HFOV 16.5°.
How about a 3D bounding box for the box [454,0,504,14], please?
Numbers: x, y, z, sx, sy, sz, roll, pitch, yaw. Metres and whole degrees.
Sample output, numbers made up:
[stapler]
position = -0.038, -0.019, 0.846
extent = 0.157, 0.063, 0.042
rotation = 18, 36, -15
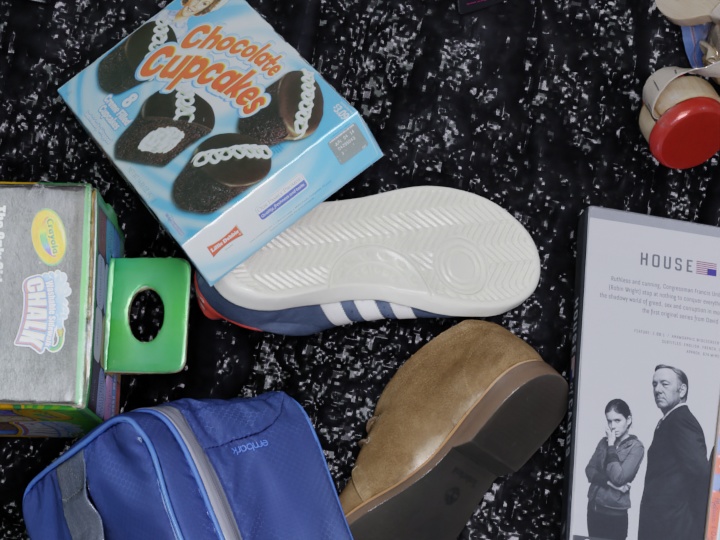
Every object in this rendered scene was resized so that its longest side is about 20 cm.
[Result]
[box]
position = 0.127, -0.247, 1.399
extent = 0.199, 0.115, 0.133
rotation = -18, 78, -2

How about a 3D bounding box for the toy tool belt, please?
[toy tool belt]
position = 0.231, -0.138, 1.387
extent = 0.199, 0.125, 0.123
rotation = -22, 48, -5

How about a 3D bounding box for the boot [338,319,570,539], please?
[boot]
position = 0.023, 0.111, 1.375
extent = 0.200, 0.074, 0.075
rotation = -44, 50, 0

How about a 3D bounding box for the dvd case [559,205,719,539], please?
[dvd case]
position = 0.186, 0.072, 1.352
extent = 0.149, 0.025, 0.201
rotation = 9, 70, -11

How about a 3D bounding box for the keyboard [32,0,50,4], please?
[keyboard]
position = -0.167, -0.254, 1.462
extent = 0.126, 0.021, 0.201
rotation = 12, 81, 11

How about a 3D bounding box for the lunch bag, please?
[lunch bag]
position = -0.087, 0.172, 1.294
extent = 0.132, 0.136, 0.201
rotation = -7, 68, -41

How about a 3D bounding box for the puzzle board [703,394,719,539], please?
[puzzle board]
position = 0.268, 0.075, 1.349
extent = 0.150, 0.017, 0.201
rotation = 13, 70, -10

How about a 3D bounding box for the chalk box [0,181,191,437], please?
[chalk box]
position = -0.191, 0.024, 1.361
extent = 0.198, 0.124, 0.125
rotation = 2, 79, 2

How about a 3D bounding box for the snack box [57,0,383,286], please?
[snack box]
position = -0.081, -0.082, 1.357
extent = 0.116, 0.037, 0.200
rotation = -37, 38, -4

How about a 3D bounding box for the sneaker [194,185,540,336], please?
[sneaker]
position = 0.000, 0.000, 1.388
extent = 0.199, 0.085, 0.076
rotation = 3, 69, -22
